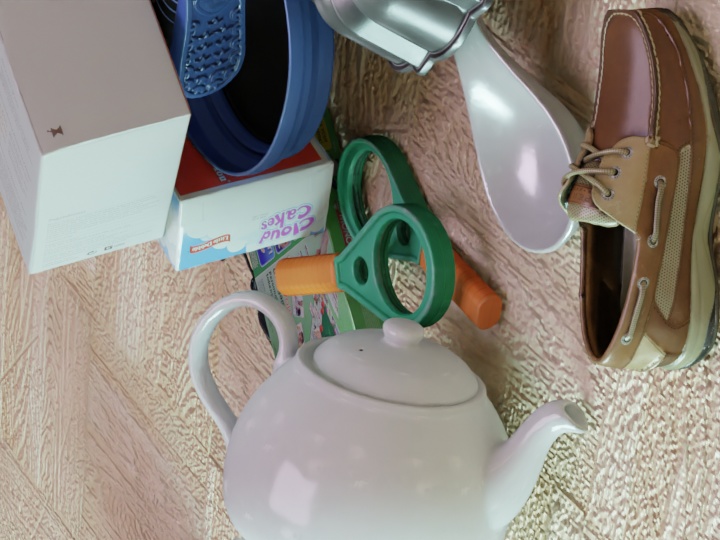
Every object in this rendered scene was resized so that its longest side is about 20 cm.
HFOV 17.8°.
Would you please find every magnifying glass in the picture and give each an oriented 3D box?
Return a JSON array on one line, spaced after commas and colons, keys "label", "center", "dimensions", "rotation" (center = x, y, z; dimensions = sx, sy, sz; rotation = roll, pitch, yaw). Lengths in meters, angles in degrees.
[{"label": "magnifying glass", "center": [0.000, 0.000, 1.526], "dimensions": [0.200, 0.022, 0.080], "rotation": [-5, 92, 60]}, {"label": "magnifying glass", "center": [0.036, -0.023, 1.521], "dimensions": [0.200, 0.022, 0.080], "rotation": [46, 136, 47]}]

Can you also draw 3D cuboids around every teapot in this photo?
[{"label": "teapot", "center": [0.008, 0.099, 1.438], "dimensions": [0.197, 0.199, 0.147], "rotation": [-135, 51, -63]}]

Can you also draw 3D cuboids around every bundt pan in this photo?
[{"label": "bundt pan", "center": [0.026, -0.220, 1.348], "dimensions": [0.202, 0.075, 0.203], "rotation": [-46, 36, 48]}]

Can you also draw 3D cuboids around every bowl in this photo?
[{"label": "bowl", "center": [-0.077, -0.163, 1.492], "dimensions": [0.200, 0.039, 0.202], "rotation": [30, 125, 55]}]

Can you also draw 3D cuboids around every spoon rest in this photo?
[{"label": "spoon rest", "center": [0.089, -0.109, 1.353], "dimensions": [0.099, 0.060, 0.201], "rotation": [-17, 82, 62]}]

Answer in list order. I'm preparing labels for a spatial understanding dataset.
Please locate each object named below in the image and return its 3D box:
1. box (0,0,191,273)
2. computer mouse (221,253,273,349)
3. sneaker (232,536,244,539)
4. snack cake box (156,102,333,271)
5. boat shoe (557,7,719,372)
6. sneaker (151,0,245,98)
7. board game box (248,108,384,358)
[{"label": "box", "center": [-0.181, -0.099, 1.470], "dimensions": [0.200, 0.097, 0.125], "rotation": [116, 136, -67]}, {"label": "computer mouse", "center": [-0.100, -0.011, 1.767], "dimensions": [0.200, 0.034, 0.059], "rotation": [58, 144, 36]}, {"label": "sneaker", "center": [-0.040, 0.206, 1.575], "dimensions": [0.085, 0.200, 0.074], "rotation": [29, 166, 46]}, {"label": "snack cake box", "center": [-0.113, -0.099, 1.614], "dimensions": [0.200, 0.115, 0.067], "rotation": [57, 151, 40]}, {"label": "boat shoe", "center": [0.148, -0.041, 1.246], "dimensions": [0.076, 0.074, 0.201], "rotation": [7, 103, 61]}, {"label": "sneaker", "center": [-0.100, -0.199, 1.408], "dimensions": [0.078, 0.070, 0.200], "rotation": [52, 143, 29]}, {"label": "board game box", "center": [-0.035, 0.002, 1.652], "dimensions": [0.135, 0.029, 0.201], "rotation": [-35, 67, 58]}]
